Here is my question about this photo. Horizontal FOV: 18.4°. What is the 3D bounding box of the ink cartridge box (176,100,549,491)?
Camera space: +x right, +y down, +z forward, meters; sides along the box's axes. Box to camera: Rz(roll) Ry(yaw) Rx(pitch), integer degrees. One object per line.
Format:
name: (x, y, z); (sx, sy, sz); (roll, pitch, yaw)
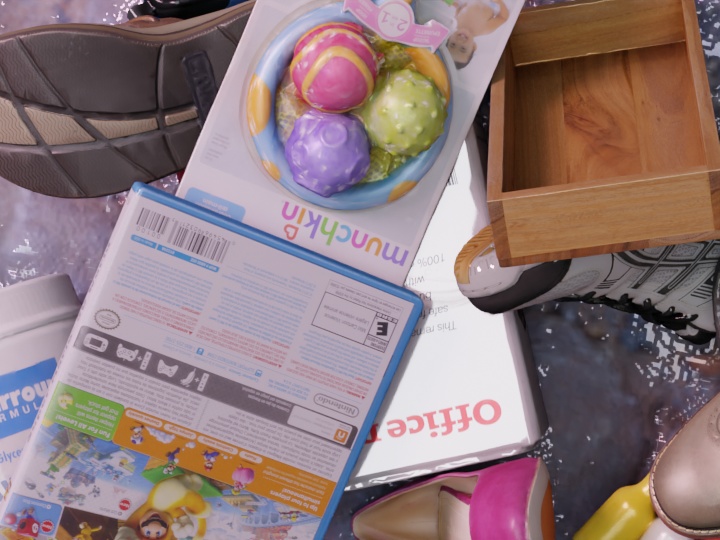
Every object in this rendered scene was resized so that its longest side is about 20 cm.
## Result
ink cartridge box: (0.000, 0.000, 1.075); (0.144, 0.084, 0.202); (-13, 88, 8)

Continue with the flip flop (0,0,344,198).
flip flop: (-0.088, -0.088, 1.021); (0.198, 0.058, 0.082); (-15, 107, -7)

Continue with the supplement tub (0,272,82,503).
supplement tub: (-0.167, 0.116, 1.079); (0.131, 0.132, 0.201); (-20, 89, 8)

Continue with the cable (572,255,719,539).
cable: (0.169, 0.082, 1.006); (0.097, 0.050, 0.201); (26, 106, 5)

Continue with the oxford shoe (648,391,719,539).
oxford shoe: (0.205, 0.047, 0.942); (0.199, 0.075, 0.071); (-33, 68, 11)

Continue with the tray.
tray: (0.109, -0.069, 1.005); (0.098, 0.200, 0.037); (-8, 118, 9)

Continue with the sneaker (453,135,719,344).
sneaker: (0.138, -0.002, 1.027); (0.199, 0.076, 0.088); (-18, 102, -24)

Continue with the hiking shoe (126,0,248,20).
hiking shoe: (-0.036, -0.193, 1.076); (0.074, 0.087, 0.201); (33, 95, 6)

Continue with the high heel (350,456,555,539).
high heel: (0.039, 0.118, 1.015); (0.095, 0.200, 0.068); (-3, 90, 2)

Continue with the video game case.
video game case: (-0.074, 0.078, 1.000); (0.142, 0.018, 0.201); (21, 97, -17)

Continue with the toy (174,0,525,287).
toy: (0.004, -0.087, 0.986); (0.114, 0.047, 0.201); (22, 94, -14)
